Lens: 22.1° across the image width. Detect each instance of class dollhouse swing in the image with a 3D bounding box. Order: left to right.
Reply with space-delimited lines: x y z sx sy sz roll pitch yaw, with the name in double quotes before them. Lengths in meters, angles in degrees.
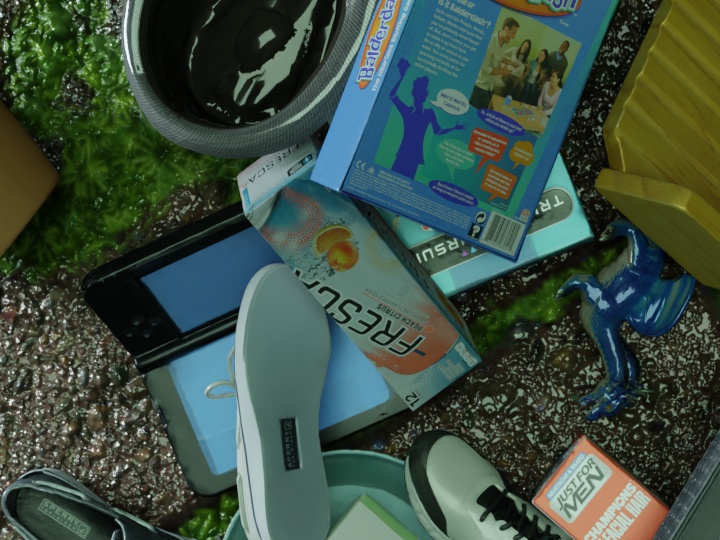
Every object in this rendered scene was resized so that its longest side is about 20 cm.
"dollhouse swing" 0.299 -0.098 1.231 0.181 0.175 0.201 37 72 -30

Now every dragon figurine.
"dragon figurine" 0.206 0.013 1.325 0.099 0.059 0.201 38 92 6

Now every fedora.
"fedora" -0.065 -0.170 1.232 0.176 0.090 0.201 28 96 13

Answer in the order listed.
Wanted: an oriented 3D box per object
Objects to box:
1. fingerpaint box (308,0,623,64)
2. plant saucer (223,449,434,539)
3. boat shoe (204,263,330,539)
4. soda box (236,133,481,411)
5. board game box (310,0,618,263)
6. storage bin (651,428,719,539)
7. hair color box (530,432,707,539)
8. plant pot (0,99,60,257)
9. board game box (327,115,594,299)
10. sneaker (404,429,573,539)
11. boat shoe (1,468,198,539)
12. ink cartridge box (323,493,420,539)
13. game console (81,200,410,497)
"fingerpaint box" 0.073 -0.184 1.293 0.198 0.073 0.168 25 92 8
"plant saucer" -0.007 0.231 1.341 0.198 0.036 0.202 0 85 0
"boat shoe" -0.065 0.099 1.302 0.074 0.086 0.204 -5 89 -32
"soda box" 0.000 0.000 1.266 0.063 0.069 0.200 -36 116 9
"board game box" 0.071 -0.124 1.191 0.151 0.045 0.202 21 93 -32
"storage bin" 0.269 0.177 1.183 0.134 0.094 0.201 32 90 6
"hair color box" 0.212 0.201 1.289 0.200 0.111 0.064 40 91 6
"plant pot" -0.310 -0.058 1.326 0.140 0.200 0.201 38 91 -9
"board game box" 0.065 -0.088 1.351 0.150 0.047 0.202 -22 85 5
"sneaker" 0.112 0.187 1.299 0.200 0.080 0.074 49 57 -5
"boat shoe" -0.174 0.209 1.349 0.199 0.068 0.072 33 91 4
"ink cartridge box" -0.007 0.277 1.274 0.145 0.048 0.200 41 73 2
"game console" -0.073 0.048 1.328 0.198 0.176 0.117 -24 56 4
